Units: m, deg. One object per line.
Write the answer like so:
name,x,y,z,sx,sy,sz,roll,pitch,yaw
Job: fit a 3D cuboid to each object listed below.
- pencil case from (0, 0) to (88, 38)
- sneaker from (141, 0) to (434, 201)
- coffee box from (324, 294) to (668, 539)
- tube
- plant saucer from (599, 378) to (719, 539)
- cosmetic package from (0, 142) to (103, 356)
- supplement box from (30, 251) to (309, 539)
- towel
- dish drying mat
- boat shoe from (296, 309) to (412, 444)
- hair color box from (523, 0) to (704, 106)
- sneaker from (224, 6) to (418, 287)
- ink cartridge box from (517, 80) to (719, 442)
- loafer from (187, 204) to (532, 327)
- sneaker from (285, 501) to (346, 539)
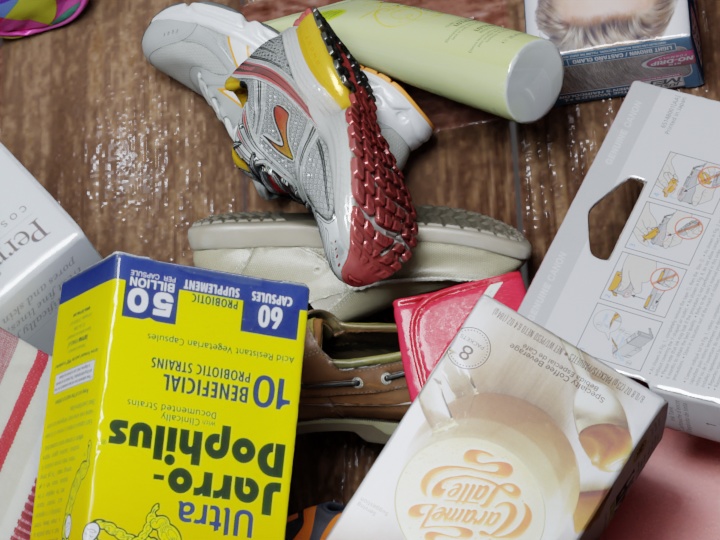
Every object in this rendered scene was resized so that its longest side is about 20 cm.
pencil case,-0.228,-0.247,1.707,0.088,0.088,0.200,-20,59,4
sneaker,-0.060,-0.095,1.588,0.200,0.076,0.092,23,75,26
coffee box,0.059,0.131,1.350,0.114,0.080,0.200,30,76,12
tube,0.032,-0.135,1.560,0.200,0.058,0.052,21,79,44
plant saucer,0.213,0.122,1.418,0.199,0.037,0.200,2,63,16
cosmetic package,-0.250,0.007,1.529,0.165,0.165,0.200,-42,60,-7
supplement box,-0.103,0.103,1.374,0.109,0.110,0.200,9,78,-20
towel,-0.167,0.129,1.422,0.023,0.200,0.144,-11,51,52
dish drying mat,0.073,0.102,1.409,0.077,0.018,0.200,-12,71,-1
boat shoe,-0.028,0.053,1.481,0.200,0.068,0.072,1,28,2
hair color box,0.150,-0.204,1.594,0.100,0.061,0.200,-8,62,12
sneaker,-0.025,-0.059,1.484,0.082,0.078,0.200,-30,42,11
ink cartridge box,0.199,-0.003,1.445,0.176,0.045,0.200,15,57,23
loafer,0.000,0.000,1.523,0.200,0.076,0.068,1,100,6
sneaker,0.006,0.204,1.406,0.112,0.078,0.200,-30,59,0
